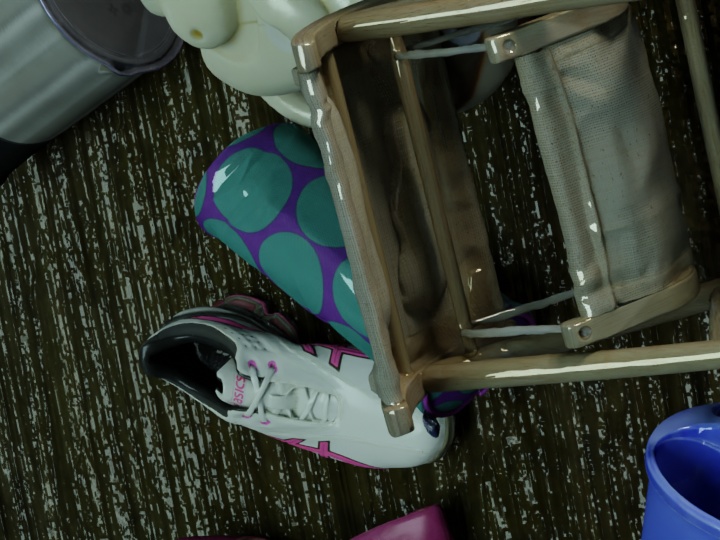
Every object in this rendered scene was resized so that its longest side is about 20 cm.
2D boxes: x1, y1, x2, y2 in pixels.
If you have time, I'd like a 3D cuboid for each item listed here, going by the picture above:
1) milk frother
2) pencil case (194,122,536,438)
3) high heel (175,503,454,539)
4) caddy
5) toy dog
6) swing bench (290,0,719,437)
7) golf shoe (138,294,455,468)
[{"bbox_3d":[-0.245,-0.153,1.609,0.188,0.200,0.181,-32,77,40],"label":"milk frother"},{"bbox_3d":[0.000,0.000,1.520,0.200,0.085,0.093,40,164,26],"label":"pencil case"},{"bbox_3d":[-0.030,0.160,1.605,0.199,0.067,0.097,11,111,25],"label":"high heel"},{"bbox_3d":[0.229,0.131,1.329,0.200,0.141,0.105,27,123,31],"label":"caddy"},{"bbox_3d":[-0.009,-0.142,1.458,0.199,0.139,0.195,17,126,36],"label":"toy dog"},{"bbox_3d":[0.086,-0.046,1.338,0.199,0.130,0.200,-11,104,11],"label":"swing bench"},{"bbox_3d":[-0.038,0.073,1.568,0.199,0.092,0.073,17,111,34],"label":"golf shoe"}]
